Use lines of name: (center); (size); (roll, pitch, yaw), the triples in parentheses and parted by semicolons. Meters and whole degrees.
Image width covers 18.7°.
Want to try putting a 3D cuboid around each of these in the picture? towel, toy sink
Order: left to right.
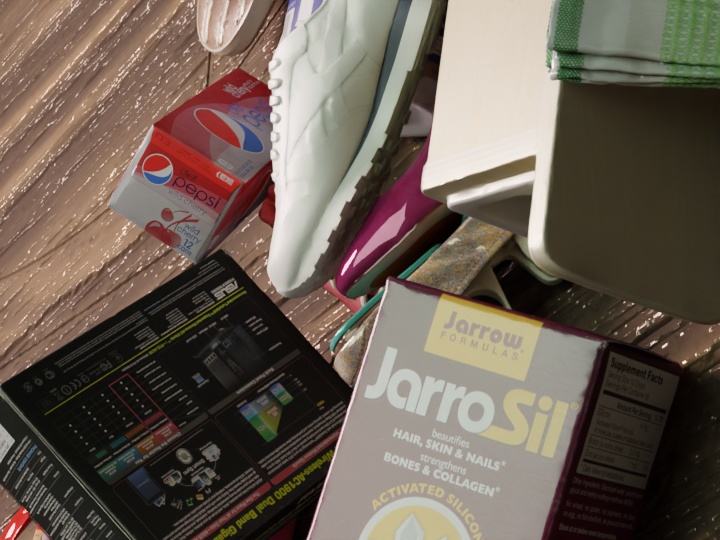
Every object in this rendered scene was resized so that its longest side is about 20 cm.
toy sink: (0.115, -0.073, 1.113); (0.112, 0.130, 0.200); (-16, 63, 53)
towel: (0.189, -0.155, 1.016); (0.200, 0.031, 0.149); (4, 75, 12)

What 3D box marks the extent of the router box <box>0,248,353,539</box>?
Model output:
router box: (-0.101, 0.093, 1.246); (0.150, 0.200, 0.062); (47, 134, 10)

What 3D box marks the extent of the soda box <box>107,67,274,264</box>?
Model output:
soda box: (-0.089, -0.070, 1.384); (0.063, 0.070, 0.200); (-59, -2, 20)

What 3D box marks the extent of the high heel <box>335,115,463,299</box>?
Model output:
high heel: (0.037, -0.078, 1.221); (0.096, 0.067, 0.200); (42, 81, 14)

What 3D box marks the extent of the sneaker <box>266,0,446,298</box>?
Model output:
sneaker: (-0.019, -0.083, 1.227); (0.076, 0.080, 0.200); (21, -90, -84)

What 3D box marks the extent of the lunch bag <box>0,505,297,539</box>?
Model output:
lunch bag: (-0.134, 0.176, 1.320); (0.082, 0.176, 0.200); (2, 76, 57)

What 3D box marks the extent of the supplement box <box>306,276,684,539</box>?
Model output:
supplement box: (0.060, 0.119, 1.085); (0.131, 0.103, 0.200); (15, 87, 31)

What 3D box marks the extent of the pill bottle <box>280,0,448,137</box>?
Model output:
pill bottle: (0.021, -0.191, 1.327); (0.116, 0.116, 0.200); (-6, 70, 55)

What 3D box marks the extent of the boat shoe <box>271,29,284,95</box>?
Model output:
boat shoe: (-0.012, -0.152, 1.405); (0.057, 0.069, 0.200); (-30, 48, 46)

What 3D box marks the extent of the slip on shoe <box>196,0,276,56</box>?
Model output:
slip on shoe: (-0.054, -0.241, 1.519); (0.076, 0.061, 0.200); (18, 92, 49)

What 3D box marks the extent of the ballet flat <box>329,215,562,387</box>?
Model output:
ballet flat: (0.071, -0.001, 1.192); (0.067, 0.068, 0.200); (42, 85, 14)

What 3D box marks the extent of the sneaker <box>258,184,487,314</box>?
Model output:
sneaker: (0.000, 0.000, 1.290); (0.200, 0.087, 0.074); (39, 108, 56)
